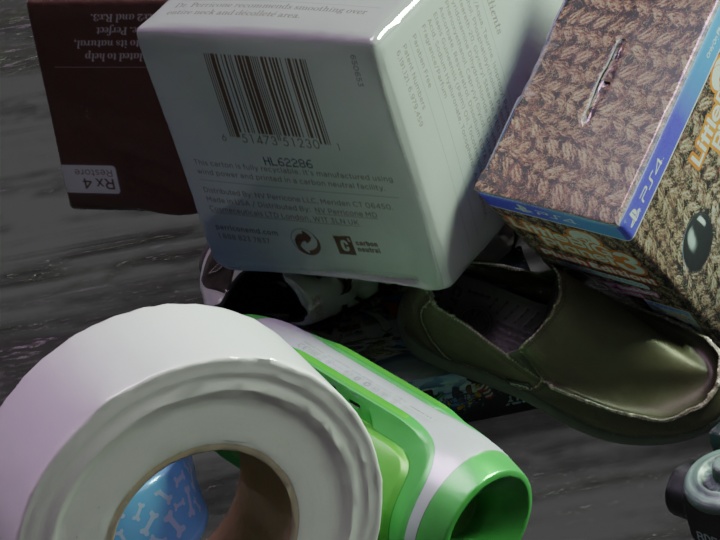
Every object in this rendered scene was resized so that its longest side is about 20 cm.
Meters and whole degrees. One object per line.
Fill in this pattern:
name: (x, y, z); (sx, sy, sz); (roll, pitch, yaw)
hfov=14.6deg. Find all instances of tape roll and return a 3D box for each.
tape roll: (-0.092, 0.122, 1.415); (0.202, 0.203, 0.071); (-20, 30, -20)

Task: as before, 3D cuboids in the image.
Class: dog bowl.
dog bowl: (-0.145, 0.104, 1.619); (0.111, 0.050, 0.200); (-7, 29, 2)

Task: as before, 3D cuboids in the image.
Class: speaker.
speaker: (-0.004, 0.096, 1.530); (0.200, 0.088, 0.088); (30, 45, 35)

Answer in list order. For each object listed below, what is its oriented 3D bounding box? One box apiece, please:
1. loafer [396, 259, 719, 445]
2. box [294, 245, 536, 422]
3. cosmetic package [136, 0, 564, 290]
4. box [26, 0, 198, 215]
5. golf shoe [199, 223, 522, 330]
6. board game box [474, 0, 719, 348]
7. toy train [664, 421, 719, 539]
loafer: (0.114, 0.042, 1.587); (0.200, 0.070, 0.075); (14, 68, 9)
box: (0.015, 0.049, 1.686); (0.200, 0.038, 0.137); (-11, 28, -3)
cosmetic package: (0.011, -0.116, 1.614); (0.167, 0.166, 0.200); (6, 38, 35)
box: (-0.108, -0.157, 1.968); (0.166, 0.164, 0.200); (2, 30, 19)
golf shoe: (0.000, 0.000, 1.675); (0.200, 0.078, 0.095); (-9, 36, 16)
board game box: (0.176, -0.061, 1.602); (0.097, 0.200, 0.160); (16, 74, 36)
toy train: (0.253, 0.123, 1.422); (0.200, 0.085, 0.114); (18, 47, 43)
